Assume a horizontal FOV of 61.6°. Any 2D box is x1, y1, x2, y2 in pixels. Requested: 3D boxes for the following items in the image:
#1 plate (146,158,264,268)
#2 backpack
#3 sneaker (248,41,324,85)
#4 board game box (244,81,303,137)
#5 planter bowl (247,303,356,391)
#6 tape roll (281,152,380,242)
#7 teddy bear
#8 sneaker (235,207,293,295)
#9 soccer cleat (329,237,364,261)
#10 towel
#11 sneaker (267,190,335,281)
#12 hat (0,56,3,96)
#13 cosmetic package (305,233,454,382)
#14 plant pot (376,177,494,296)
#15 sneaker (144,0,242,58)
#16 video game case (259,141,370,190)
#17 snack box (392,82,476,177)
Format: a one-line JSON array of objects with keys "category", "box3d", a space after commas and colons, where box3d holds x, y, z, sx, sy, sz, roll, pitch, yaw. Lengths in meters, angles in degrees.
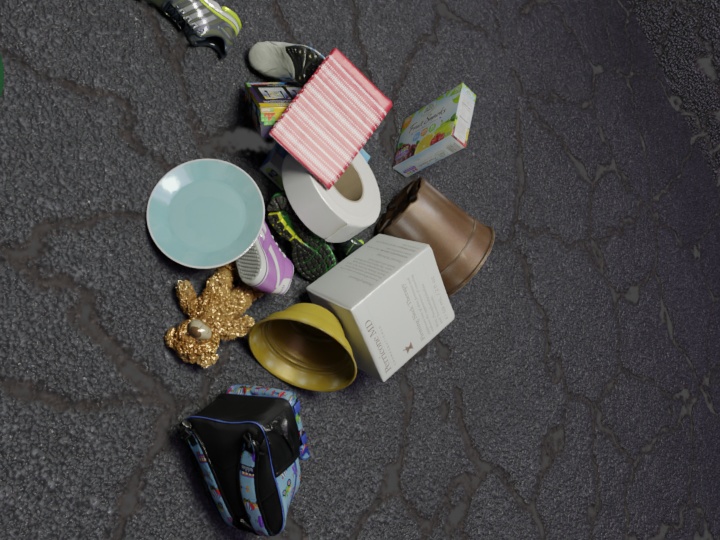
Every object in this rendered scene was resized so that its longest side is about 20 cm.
[{"category": "plate", "box3d": [-0.261, -0.095, 1.027, 0.194, 0.026, 0.205, 3, 68, -7]}, {"category": "backpack", "box3d": [-0.168, 0.302, 0.953, 0.134, 0.179, 0.205, -32, 114, -56]}, {"category": "sneaker", "box3d": [-0.126, -0.396, 1.157, 0.072, 0.197, 0.074, -17, 125, -55]}, {"category": "board game box", "box3d": [-0.106, -0.303, 1.125, 0.195, 0.166, 0.058, -7, 124, -18]}, {"category": "planter bowl", "box3d": [-0.090, 0.118, 1.054, 0.200, 0.198, 0.085, 42, 44, -22]}, {"category": "tape roll", "box3d": [-0.051, -0.158, 1.133, 0.201, 0.070, 0.206, 31, 44, -36]}, {"category": "teddy bear", "box3d": [-0.240, 0.062, 1.020, 0.199, 0.066, 0.147, -38, 101, -39]}, {"category": "sneaker", "box3d": [-0.177, -0.043, 1.088, 0.114, 0.072, 0.204, 28, 39, -50]}, {"category": "soccer cleat", "box3d": [0.000, 0.000, 1.235, 0.200, 0.067, 0.082, 46, 61, -23]}, {"category": "towel", "box3d": [-0.048, -0.263, 1.046, 0.144, 0.022, 0.202, 39, 78, -15]}, {"category": "sneaker", "box3d": [-0.105, -0.069, 1.157, 0.086, 0.077, 0.203, -92, 157, -62]}, {"category": "hat", "box3d": [-0.631, -0.294, 0.824, 0.201, 0.171, 0.170, 60, 35, -61]}, {"category": "cosmetic package", "box3d": [0.038, 0.063, 1.135, 0.199, 0.165, 0.170, -37, 119, -23]}, {"category": "plant pot", "box3d": [0.152, -0.079, 1.304, 0.197, 0.199, 0.202, 41, 57, -15]}, {"category": "sneaker", "box3d": [-0.308, -0.459, 1.095, 0.197, 0.073, 0.083, 16, 72, -33]}, {"category": "video game case", "box3d": [-0.086, -0.220, 1.231, 0.181, 0.045, 0.203, 42, 56, -24]}, {"category": "snack box", "box3d": [0.163, -0.310, 1.355, 0.052, 0.198, 0.145, 30, 61, -28]}]
